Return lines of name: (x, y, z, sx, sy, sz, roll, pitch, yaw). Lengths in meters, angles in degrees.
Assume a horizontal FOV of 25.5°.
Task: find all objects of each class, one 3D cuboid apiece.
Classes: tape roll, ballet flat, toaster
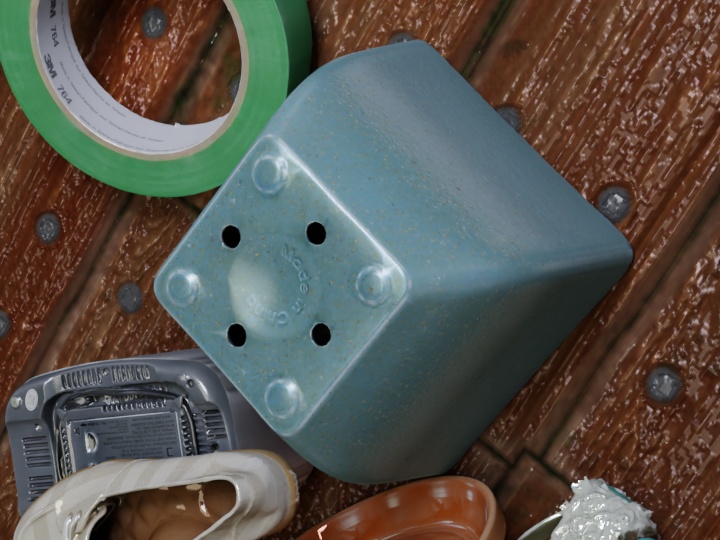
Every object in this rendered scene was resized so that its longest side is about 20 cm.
tape roll: (-0.130, -0.147, 0.992, 0.198, 0.048, 0.202, 8, 119, 15)
ballet flat: (0.099, 0.203, 0.944, 0.072, 0.072, 0.201, 43, 105, 17)
toaster: (-0.115, 0.105, 1.002, 0.198, 0.129, 0.115, -9, 91, 27)

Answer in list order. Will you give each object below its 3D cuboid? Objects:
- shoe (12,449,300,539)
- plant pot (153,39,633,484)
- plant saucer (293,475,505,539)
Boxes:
shoe: (-0.129, 0.141, 0.909, 0.198, 0.053, 0.071, -18, 86, 27)
plant pot: (0.000, 0.000, 0.896, 0.196, 0.200, 0.196, 46, 111, 16)
plant saucer: (-0.003, 0.189, 0.920, 0.199, 0.200, 0.033, -23, 105, 26)
